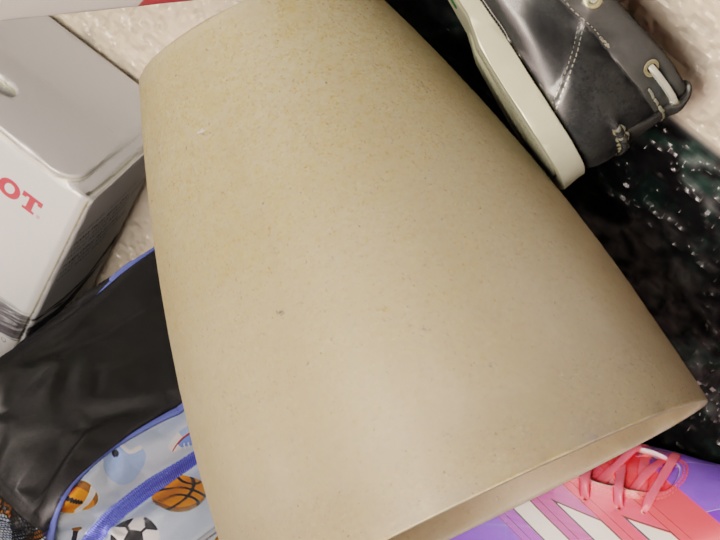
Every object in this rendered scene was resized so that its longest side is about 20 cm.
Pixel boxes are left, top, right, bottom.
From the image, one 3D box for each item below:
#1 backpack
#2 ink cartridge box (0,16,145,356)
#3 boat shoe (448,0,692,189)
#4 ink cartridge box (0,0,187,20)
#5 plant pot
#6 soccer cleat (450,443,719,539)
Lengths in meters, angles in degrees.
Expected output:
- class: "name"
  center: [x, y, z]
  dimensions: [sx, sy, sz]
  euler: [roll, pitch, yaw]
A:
- class: "backpack"
  center: [-0.092, 0.091, 1.155]
  dimensions: [0.154, 0.200, 0.191]
  euler: [50, 149, 17]
- class: "ink cartridge box"
  center: [-0.184, -0.026, 1.199]
  dimensions: [0.145, 0.083, 0.200]
  euler: [37, 130, 6]
- class: "boat shoe"
  center: [0.050, -0.131, 1.018]
  dimensions: [0.068, 0.072, 0.200]
  euler: [-30, 95, 1]
- class: "ink cartridge box"
  center: [-0.078, -0.187, 0.959]
  dimensions: [0.146, 0.083, 0.200]
  euler: [-7, 144, -13]
- class: "plant pot"
  center: [0.000, 0.000, 1.025]
  dimensions: [0.187, 0.187, 0.200]
  euler: [-34, 78, 40]
- class: "soccer cleat"
  center: [0.083, 0.088, 1.124]
  dimensions: [0.200, 0.068, 0.073]
  euler: [-1, 114, 34]
